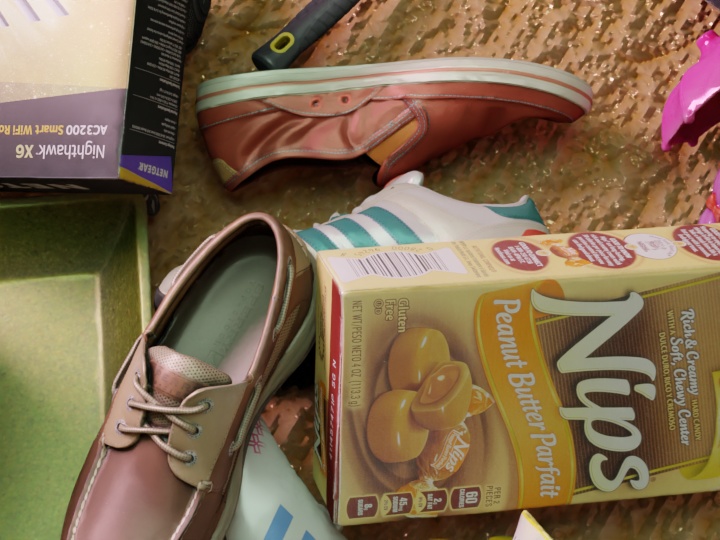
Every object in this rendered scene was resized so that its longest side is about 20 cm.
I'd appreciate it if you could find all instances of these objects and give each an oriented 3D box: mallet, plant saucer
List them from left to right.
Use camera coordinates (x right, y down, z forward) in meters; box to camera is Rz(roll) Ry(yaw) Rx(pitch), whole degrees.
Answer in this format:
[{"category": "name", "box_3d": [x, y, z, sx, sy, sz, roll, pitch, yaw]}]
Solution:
[{"category": "plant saucer", "box_3d": [-0.194, 0.067, 1.111, 0.199, 0.048, 0.200, -5, 63, -2]}, {"category": "mallet", "box_3d": [0.010, -0.176, 1.229, 0.200, 0.041, 0.066, -38, 68, -18]}]

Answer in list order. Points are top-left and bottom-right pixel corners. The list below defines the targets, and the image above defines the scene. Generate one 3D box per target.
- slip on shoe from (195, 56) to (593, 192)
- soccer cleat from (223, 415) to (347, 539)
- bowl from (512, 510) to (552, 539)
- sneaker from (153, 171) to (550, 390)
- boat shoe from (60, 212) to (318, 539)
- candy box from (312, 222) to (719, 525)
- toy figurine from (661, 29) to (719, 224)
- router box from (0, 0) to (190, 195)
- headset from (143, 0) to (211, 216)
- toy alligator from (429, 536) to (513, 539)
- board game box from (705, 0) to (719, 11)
[{"category": "slip on shoe", "box_3d": [0.018, -0.073, 1.172, 0.199, 0.074, 0.061, -5, 86, -3]}, {"category": "soccer cleat", "box_3d": [-0.038, 0.130, 1.077, 0.086, 0.070, 0.200, -2, 59, -25]}, {"category": "bowl", "box_3d": [0.102, 0.205, 0.971, 0.094, 0.201, 0.201, -42, 70, -2]}, {"category": "sneaker", "box_3d": [0.000, 0.000, 1.139, 0.199, 0.070, 0.094, -2, 50, 0]}, {"category": "boat shoe", "box_3d": [-0.081, 0.060, 1.025, 0.076, 0.072, 0.200, 17, 68, 15]}, {"category": "candy box", "box_3d": [0.080, 0.046, 1.061, 0.199, 0.116, 0.055, -4, 23, -12]}, {"category": "toy figurine", "box_3d": [0.235, -0.047, 1.141, 0.184, 0.150, 0.201, 14, 89, 22]}, {"category": "router box", "box_3d": [-0.180, -0.119, 1.133, 0.200, 0.052, 0.158, 1, 84, 27]}, {"category": "headset", "box_3d": [-0.131, -0.125, 1.205, 0.123, 0.094, 0.200, -15, 49, 0]}, {"category": "toy alligator", "box_3d": [0.025, 0.148, 1.030, 0.054, 0.200, 0.059, 12, 96, 47]}, {"category": "board game box", "box_3d": [0.267, -0.167, 1.161, 0.199, 0.165, 0.057, -4, 103, -2]}]
